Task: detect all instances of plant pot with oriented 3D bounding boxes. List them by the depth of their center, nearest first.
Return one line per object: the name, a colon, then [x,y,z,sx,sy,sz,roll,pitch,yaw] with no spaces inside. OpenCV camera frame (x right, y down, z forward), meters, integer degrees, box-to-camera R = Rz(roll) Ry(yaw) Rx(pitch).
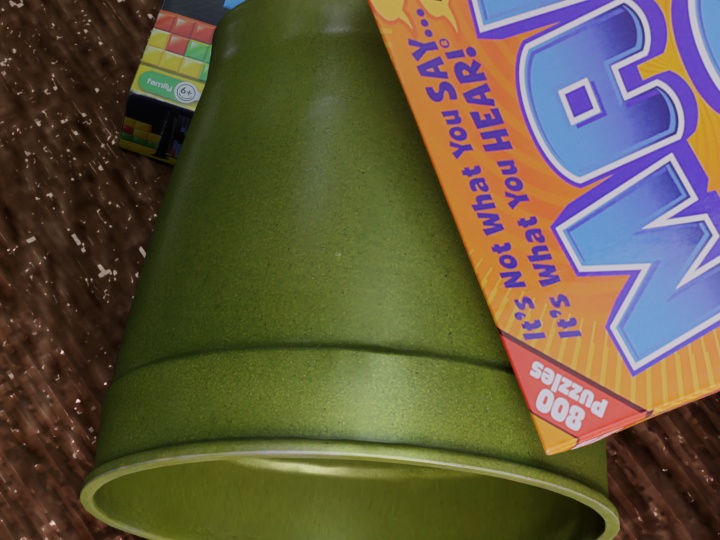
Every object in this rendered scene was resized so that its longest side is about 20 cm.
plant pot: [0.000,0.000,0.928,0.199,0.200,0.194,5,72,-9]

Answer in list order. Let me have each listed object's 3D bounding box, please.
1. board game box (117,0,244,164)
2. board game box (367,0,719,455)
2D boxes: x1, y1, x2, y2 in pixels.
board game box: [0.013,-0.103,1.075,0.199,0.057,0.166,18,64,-3]
board game box: [0.152,-0.077,0.857,0.200,0.199,0.201,-15,83,-58]
